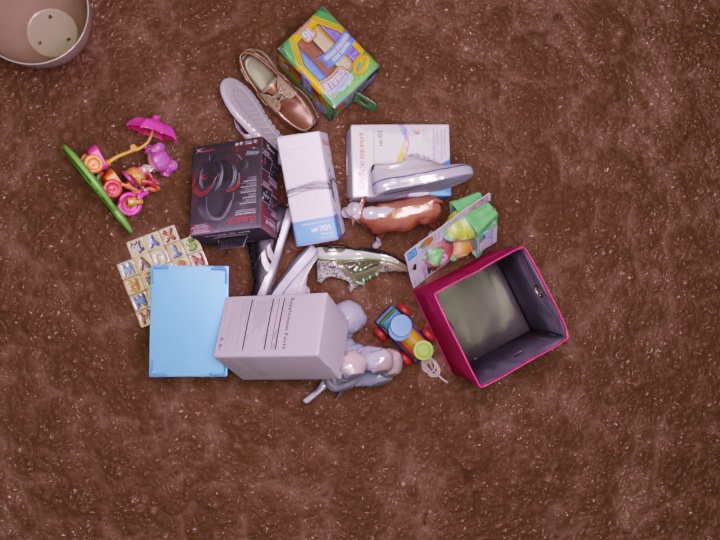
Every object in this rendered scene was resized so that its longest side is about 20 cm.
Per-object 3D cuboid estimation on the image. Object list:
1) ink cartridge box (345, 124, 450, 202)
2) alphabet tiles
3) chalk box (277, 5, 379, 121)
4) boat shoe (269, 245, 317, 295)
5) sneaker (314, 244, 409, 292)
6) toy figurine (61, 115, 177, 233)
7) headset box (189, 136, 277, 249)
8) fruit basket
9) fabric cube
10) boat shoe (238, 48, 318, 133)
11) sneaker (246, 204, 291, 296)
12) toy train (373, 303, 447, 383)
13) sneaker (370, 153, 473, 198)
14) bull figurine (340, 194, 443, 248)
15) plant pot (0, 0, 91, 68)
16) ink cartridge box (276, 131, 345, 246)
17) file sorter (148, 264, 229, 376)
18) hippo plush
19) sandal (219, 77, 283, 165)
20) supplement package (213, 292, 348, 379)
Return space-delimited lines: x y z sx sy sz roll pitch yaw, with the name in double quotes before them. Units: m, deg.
"ink cartridge box" 0.073 -0.212 1.394 0.199 0.085 0.145 -2 90 -6
"alphabet tiles" -0.376 0.020 1.376 0.166 0.006 0.200 -21 92 -7
"chalk box" -0.050 -0.380 1.361 0.124 0.125 0.200 -43 93 -6
"boat shoe" -0.133 0.042 1.371 0.065 0.074 0.200 34 104 -10
"sneaker" 0.000 0.000 1.397 0.199 0.077 0.089 7 98 0
"toy figurine" -0.422 -0.201 1.324 0.184 0.150 0.200 -39 116 -15
"headset box" -0.236 -0.136 1.313 0.148 0.075 0.201 -5 74 17
"fruit basket" 0.177 -0.050 1.361 0.200 0.185 0.094 -41 68 -8
"fabric cube" 0.245 0.084 1.356 0.200 0.199 0.197 -27 92 -6
"boat shoe" -0.168 -0.348 1.364 0.200 0.074 0.076 46 104 -2
"sneaker" -0.209 -0.040 1.371 0.112 0.073 0.201 17 81 -2
"toy train" 0.120 0.156 1.381 0.085 0.116 0.200 -45 94 -5
"sneaker" 0.116 -0.189 1.323 0.199 0.073 0.071 -9 77 -14
"bull figurine" 0.064 -0.100 1.368 0.199 0.121 0.065 -7 65 3
"plant pot" -0.587 -0.460 1.291 0.200 0.134 0.201 0 90 -6
"ink cartridge box" -0.092 -0.157 1.324 0.086 0.146 0.201 -8 99 5
"file sorter" -0.316 0.091 1.318 0.138 0.123 0.201 1 90 -7
"hippo plush" -0.016 0.146 1.367 0.159 0.200 0.161 1 63 -33
"sandal" -0.215 -0.285 1.375 0.050 0.082 0.203 -33 97 37
"supplement package" -0.138 0.120 1.250 0.199 0.121 0.120 -3 61 18
